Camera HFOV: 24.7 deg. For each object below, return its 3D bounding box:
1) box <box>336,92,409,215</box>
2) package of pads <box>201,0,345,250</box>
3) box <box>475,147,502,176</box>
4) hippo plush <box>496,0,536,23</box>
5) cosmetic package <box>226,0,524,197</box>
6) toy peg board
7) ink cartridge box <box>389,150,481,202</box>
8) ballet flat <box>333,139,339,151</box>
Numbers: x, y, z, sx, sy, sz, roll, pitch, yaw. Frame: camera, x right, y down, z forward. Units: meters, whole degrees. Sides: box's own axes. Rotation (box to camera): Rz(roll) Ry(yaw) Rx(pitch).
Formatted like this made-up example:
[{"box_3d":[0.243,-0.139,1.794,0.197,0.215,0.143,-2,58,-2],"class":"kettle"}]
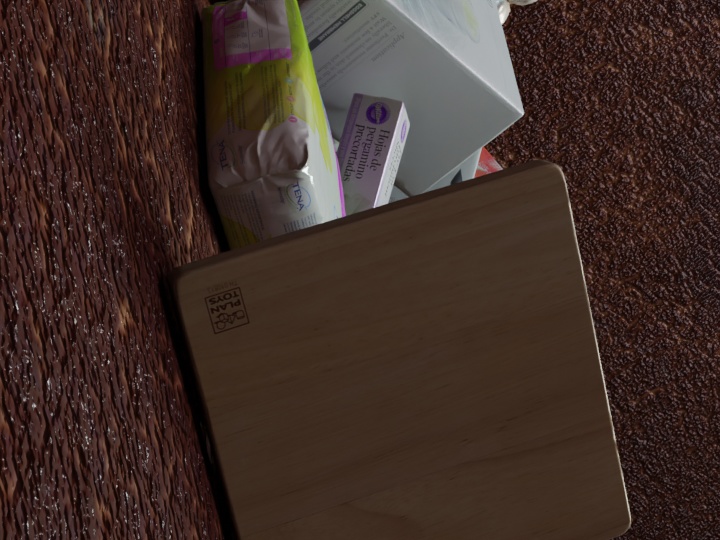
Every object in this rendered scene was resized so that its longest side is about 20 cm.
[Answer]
[{"box_3d":[-0.010,-0.026,1.160,0.041,0.038,0.201,71,33,-67],"class":"box"},{"box_3d":[-0.052,-0.069,1.045,0.201,0.068,0.155,-98,175,-47],"class":"package of pads"},{"box_3d":[0.057,-0.110,1.704,0.200,0.095,0.100,52,-46,22],"class":"box"},{"box_3d":[0.106,-0.325,1.539,0.161,0.158,0.201,-8,97,-83],"class":"hippo plush"},{"box_3d":[0.008,-0.200,1.269,0.200,0.123,0.200,35,31,-35],"class":"cosmetic package"},{"box_3d":[0.014,0.060,0.847,0.098,0.199,0.200,-145,-140,-70],"class":"toy peg board"},{"box_3d":[0.042,-0.143,1.531,0.083,0.144,0.201,-89,-169,-62],"class":"ink cartridge box"},{"box_3d":[-0.035,-0.110,1.373,0.200,0.068,0.069,-110,-144,-71],"class":"ballet flat"}]
